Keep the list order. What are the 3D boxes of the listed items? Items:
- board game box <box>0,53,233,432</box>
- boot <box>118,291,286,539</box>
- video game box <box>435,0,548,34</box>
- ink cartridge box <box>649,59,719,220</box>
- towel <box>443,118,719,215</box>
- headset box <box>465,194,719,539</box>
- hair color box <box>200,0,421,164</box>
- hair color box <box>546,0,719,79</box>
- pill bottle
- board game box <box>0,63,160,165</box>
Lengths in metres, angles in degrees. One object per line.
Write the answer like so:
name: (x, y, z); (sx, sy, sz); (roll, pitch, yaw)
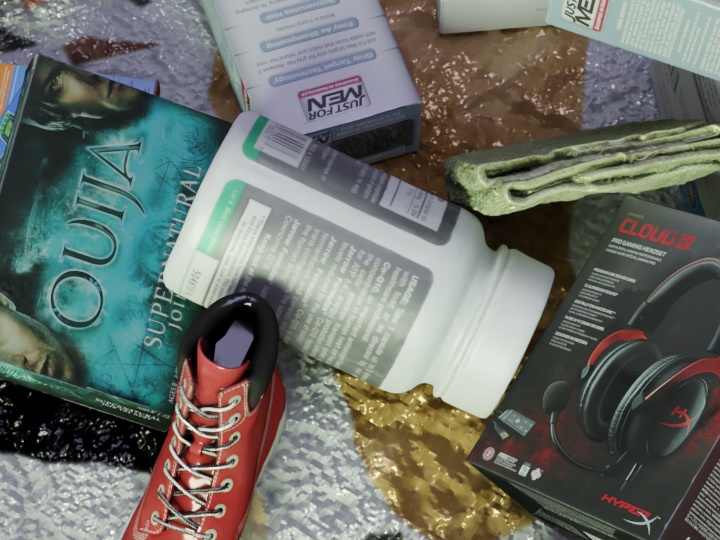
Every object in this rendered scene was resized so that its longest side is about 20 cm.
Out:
board game box: (-0.152, -0.018, 1.215); (0.135, 0.028, 0.200); (19, 60, -17)
boot: (-0.092, 0.115, 1.108); (0.072, 0.144, 0.200); (17, 64, 6)
video game box: (0.139, -0.246, 1.359); (0.200, 0.047, 0.182); (-5, 60, -3)
ink cartridge box: (0.233, -0.119, 1.205); (0.084, 0.200, 0.145); (-7, 63, -4)
towel: (0.123, -0.058, 1.187); (0.148, 0.200, 0.037); (-10, 95, -5)
headset box: (0.173, 0.056, 1.121); (0.149, 0.075, 0.200); (21, 75, 49)
hair color box: (-0.041, -0.157, 1.300); (0.099, 0.061, 0.200); (-16, 63, -9)
hair color box: (0.207, -0.149, 1.065); (0.200, 0.061, 0.099); (20, 62, 7)
pill bottle: (0.000, 0.000, 1.176); (0.200, 0.113, 0.113); (25, 64, -1)
board game box: (-0.186, -0.033, 1.255); (0.103, 0.019, 0.200); (7, 62, 1)
